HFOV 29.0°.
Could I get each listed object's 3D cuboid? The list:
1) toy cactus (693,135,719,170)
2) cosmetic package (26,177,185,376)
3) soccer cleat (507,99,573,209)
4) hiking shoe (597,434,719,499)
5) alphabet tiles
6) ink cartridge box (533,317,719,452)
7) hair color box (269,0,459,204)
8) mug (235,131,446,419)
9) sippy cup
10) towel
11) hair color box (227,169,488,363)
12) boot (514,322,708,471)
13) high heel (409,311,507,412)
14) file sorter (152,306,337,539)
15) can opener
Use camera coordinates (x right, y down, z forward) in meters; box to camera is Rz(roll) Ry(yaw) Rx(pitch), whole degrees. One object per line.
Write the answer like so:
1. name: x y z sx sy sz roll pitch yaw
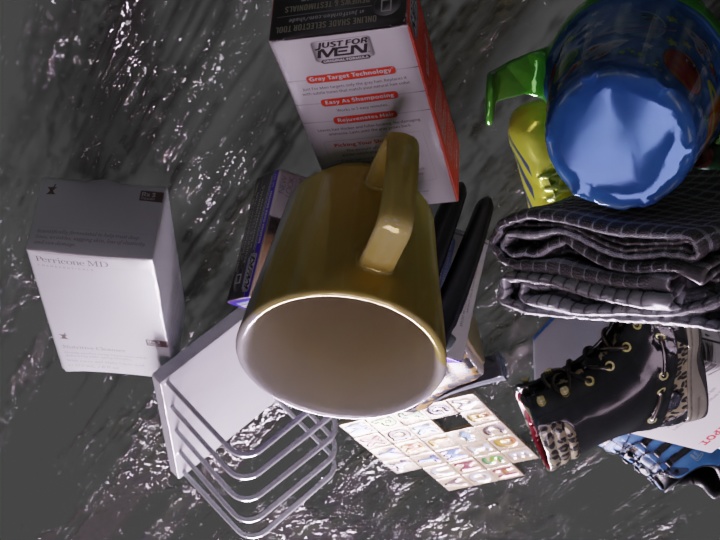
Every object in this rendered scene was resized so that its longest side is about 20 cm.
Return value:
1. toy cactus: 0.292 -0.057 1.091 0.164 0.103 0.199 -10 154 35
2. cosmetic package: -0.219 0.010 1.226 0.111 0.082 0.201 3 147 3
3. soccer cleat: 0.159 -0.055 1.095 0.064 0.084 0.201 -6 145 14
4. hiking shoe: 0.304 0.181 1.435 0.198 0.087 0.075 9 146 -9
5. alphabet tiles: 0.096 0.195 1.546 0.166 0.008 0.200 -16 141 26
6. ink cartridge box: 0.280 0.086 1.295 0.198 0.085 0.146 14 143 -17
7. hair color box: 0.008 -0.127 1.021 0.100 0.062 0.201 -4 146 12
8. mug: 0.007 -0.003 1.008 0.186 0.154 0.149 -26 130 34
9. sippy cup: 0.180 -0.108 0.928 0.177 0.131 0.140 -28 104 29
10. towel: 0.213 -0.020 0.966 0.165 0.087 0.199 -15 -167 -38
11. hair color box: 0.000 0.000 1.158 0.198 0.111 0.065 17 169 -20
12. boot: 0.200 0.069 1.148 0.152 0.074 0.205 -22 124 -3
13. high heel: 0.049 0.084 1.319 0.141 0.072 0.200 -15 152 15
14. file sorter: -0.099 0.146 1.327 0.124 0.138 0.201 43 155 23
15. can opener: 0.061 0.021 1.117 0.063 0.201 0.078 36 153 -19
